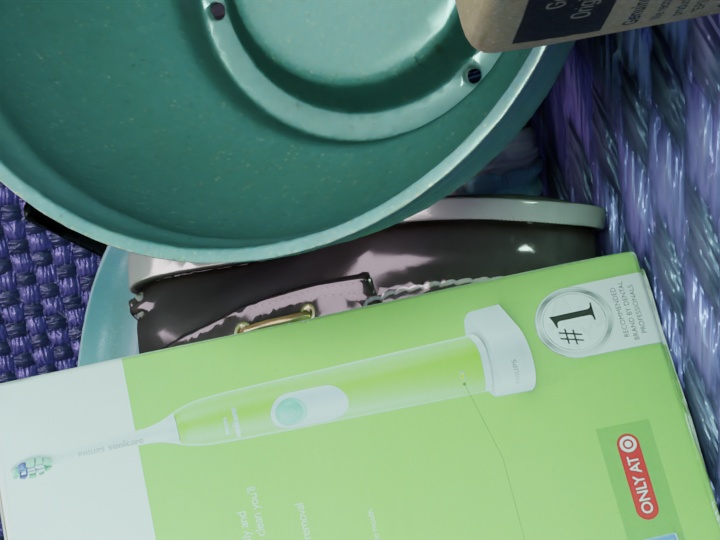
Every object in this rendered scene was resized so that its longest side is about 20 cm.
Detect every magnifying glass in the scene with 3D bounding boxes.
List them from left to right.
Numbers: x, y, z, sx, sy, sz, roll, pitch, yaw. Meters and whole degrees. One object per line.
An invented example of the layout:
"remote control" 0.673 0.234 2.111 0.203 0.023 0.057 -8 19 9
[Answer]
"magnifying glass" -0.020 -0.036 0.815 0.080 0.022 0.200 63 169 3

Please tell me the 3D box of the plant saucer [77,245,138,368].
"plant saucer" -0.069 0.066 0.938 0.200 0.027 0.202 -3 87 59

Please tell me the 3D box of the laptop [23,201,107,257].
"laptop" -0.093 -0.069 1.269 0.200 0.115 0.189 91 -162 -74

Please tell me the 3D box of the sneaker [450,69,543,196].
"sneaker" 0.019 -0.083 0.838 0.200 0.077 0.087 -138 43 -65

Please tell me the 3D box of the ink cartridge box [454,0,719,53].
"ink cartridge box" 0.043 -0.161 0.416 0.165 0.074 0.202 105 154 -79

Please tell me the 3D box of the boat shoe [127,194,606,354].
"boat shoe" -0.001 0.014 0.747 0.200 0.071 0.061 -10 76 43

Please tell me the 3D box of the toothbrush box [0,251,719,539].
"toothbrush box" 0.002 0.094 0.656 0.086 0.198 0.147 92 165 -63

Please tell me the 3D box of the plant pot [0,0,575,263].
"plant pot" -0.017 -0.100 0.650 0.134 0.199 0.202 7 -110 -72

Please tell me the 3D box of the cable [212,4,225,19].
"cable" -0.053 -0.165 0.768 0.069 0.200 0.201 34 148 27
